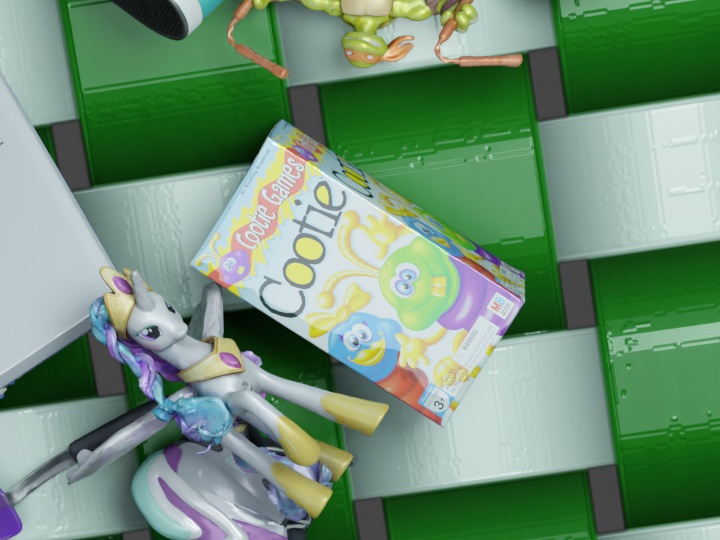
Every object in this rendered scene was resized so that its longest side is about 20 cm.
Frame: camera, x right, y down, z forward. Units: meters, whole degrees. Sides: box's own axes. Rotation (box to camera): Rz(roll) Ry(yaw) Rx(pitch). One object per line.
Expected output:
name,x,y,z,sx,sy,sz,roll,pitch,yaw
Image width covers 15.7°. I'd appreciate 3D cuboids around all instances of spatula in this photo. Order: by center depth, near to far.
spatula,-0.213,0.138,1.824,0.199,0.021,0.057,-30,109,6

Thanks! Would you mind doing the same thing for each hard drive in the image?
hard drive,-0.255,-0.027,1.751,0.132,0.025,0.201,-33,71,3

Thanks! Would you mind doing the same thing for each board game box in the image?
board game box,0.000,0.000,1.746,0.199,0.103,0.105,32,100,-2

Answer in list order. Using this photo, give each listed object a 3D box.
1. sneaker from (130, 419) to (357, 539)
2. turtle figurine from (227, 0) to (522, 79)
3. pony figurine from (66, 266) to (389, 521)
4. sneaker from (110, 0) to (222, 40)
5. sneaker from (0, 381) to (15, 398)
sneaker,-0.049,0.179,1.793,0.140,0.078,0.200,-38,96,10
turtle figurine,0.016,-0.202,1.730,0.198,0.064,0.163,6,93,11
pony figurine,-0.096,0.081,1.697,0.199,0.193,0.167,32,65,1
sneaker,-0.142,-0.247,1.725,0.200,0.084,0.121,39,67,24
sneaker,-0.263,0.060,1.800,0.199,0.075,0.089,-19,116,8
